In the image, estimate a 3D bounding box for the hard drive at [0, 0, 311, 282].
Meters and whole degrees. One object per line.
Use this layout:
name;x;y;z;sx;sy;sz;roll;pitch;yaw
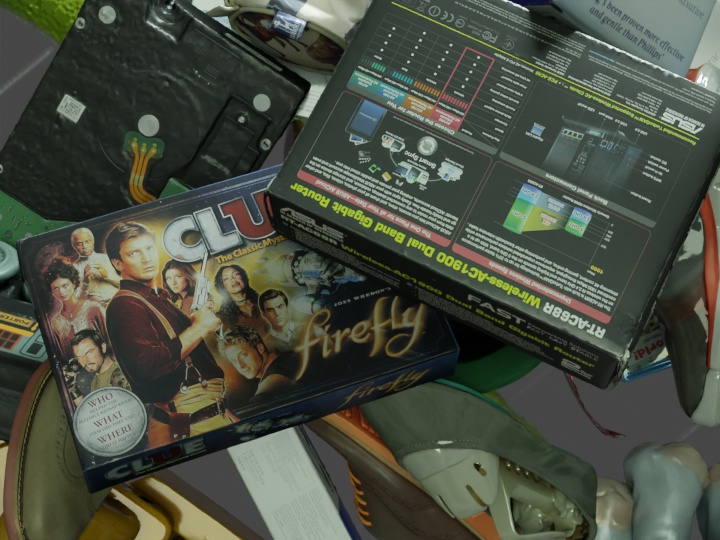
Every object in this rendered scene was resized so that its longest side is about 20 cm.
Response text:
hard drive;-0.138;-0.065;0.972;0.139;0.038;0.200;32;105;-2

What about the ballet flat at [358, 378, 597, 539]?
ballet flat;0.074;0.115;0.907;0.067;0.200;0.064;-22;55;33

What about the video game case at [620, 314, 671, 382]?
video game case;0.201;-0.047;1.022;0.142;0.018;0.201;-19;92;-3

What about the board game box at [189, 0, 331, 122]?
board game box;-0.021;-0.190;0.998;0.152;0.040;0.201;14;90;-3

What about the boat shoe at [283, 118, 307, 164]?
boat shoe;0.000;0.000;0.992;0.062;0.073;0.201;-17;104;-12

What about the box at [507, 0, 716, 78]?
box;0.123;-0.214;0.911;0.105;0.184;0.201;27;82;-32

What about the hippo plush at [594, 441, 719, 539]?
hippo plush;0.189;0.195;0.953;0.200;0.161;0.159;-40;93;-1

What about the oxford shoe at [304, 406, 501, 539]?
oxford shoe;0.018;0.126;0.961;0.073;0.071;0.200;-38;121;18

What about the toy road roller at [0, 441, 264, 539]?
toy road roller;-0.156;0.174;0.946;0.200;0.146;0.123;35;90;-2

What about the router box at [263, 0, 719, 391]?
router box;0.072;-0.051;0.821;0.199;0.062;0.150;26;74;10

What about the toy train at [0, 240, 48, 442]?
toy train;-0.235;0.036;0.937;0.199;0.114;0.086;16;121;7

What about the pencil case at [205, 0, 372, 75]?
pencil case;-0.015;-0.219;0.928;0.089;0.078;0.201;22;83;-34

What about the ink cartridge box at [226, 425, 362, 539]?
ink cartridge box;-0.036;0.140;0.977;0.044;0.094;0.201;-27;93;-2

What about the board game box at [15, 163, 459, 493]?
board game box;-0.066;0.020;0.842;0.199;0.035;0.136;-17;65;-12

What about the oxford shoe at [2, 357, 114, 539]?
oxford shoe;-0.127;0.068;0.863;0.074;0.071;0.201;2;50;23

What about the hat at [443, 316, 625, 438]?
hat;0.078;-0.006;0.971;0.165;0.176;0.201;11;95;22

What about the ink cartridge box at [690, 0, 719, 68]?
ink cartridge box;0.208;-0.055;0.971;0.146;0.086;0.200;-45;94;0

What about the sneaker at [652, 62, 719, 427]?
sneaker;0.174;-0.013;0.906;0.082;0.077;0.201;-2;93;27
